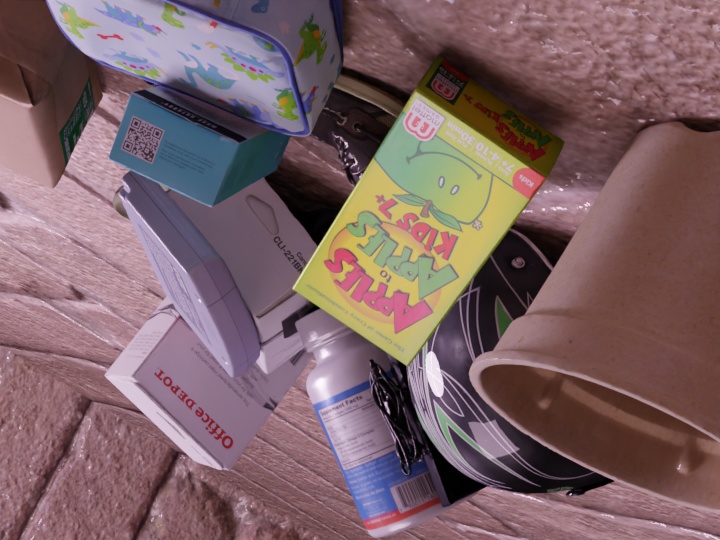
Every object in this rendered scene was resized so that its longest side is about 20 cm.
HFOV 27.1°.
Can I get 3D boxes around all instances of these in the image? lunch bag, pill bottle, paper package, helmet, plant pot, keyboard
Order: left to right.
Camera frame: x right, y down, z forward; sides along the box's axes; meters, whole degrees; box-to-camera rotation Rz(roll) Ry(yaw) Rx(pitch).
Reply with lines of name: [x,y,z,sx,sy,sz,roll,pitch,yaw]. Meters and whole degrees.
paper package: [-0.317,-0.176,1.232,0.189,0.104,0.200,26,163,1]
lunch bag: [-0.109,-0.169,0.965,0.198,0.083,0.161,23,162,13]
pill bottle: [0.019,0.121,1.312,0.202,0.111,0.112,67,163,4]
keyboard: [0.043,0.098,1.255,0.039,0.202,0.103,-25,172,42]
helmet: [0.128,0.073,1.186,0.188,0.203,0.200,13,168,-19]
plant pot: [0.191,0.021,0.902,0.198,0.185,0.201,23,164,7]

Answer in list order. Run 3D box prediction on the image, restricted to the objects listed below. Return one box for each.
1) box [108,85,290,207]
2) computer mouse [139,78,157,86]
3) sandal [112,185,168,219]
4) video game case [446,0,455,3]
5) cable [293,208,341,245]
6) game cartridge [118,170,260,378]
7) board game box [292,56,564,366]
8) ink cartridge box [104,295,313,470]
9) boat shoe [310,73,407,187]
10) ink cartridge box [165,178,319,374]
box: [-0.107,-0.098,1.078,0.081,0.050,0.200,25,-166,4]
computer mouse: [-0.197,-0.189,1.128,0.058,0.034,0.200,17,162,26]
sandal: [-0.197,-0.052,1.505,0.079,0.058,0.200,33,163,-23]
video game case: [-0.024,-0.220,0.791,0.198,0.018,0.143,27,164,0]
cable: [0.000,0.000,1.374,0.162,0.051,0.199,34,163,-23]
game cartridge: [-0.141,0.010,1.283,0.134,0.040,0.201,52,168,26]
board game box: [0.042,-0.035,1.010,0.101,0.048,0.201,33,131,-1]
ink cartridge box: [-0.141,0.079,1.523,0.147,0.201,0.083,47,157,-22]
boat shoe: [0.015,-0.086,1.059,0.198,0.065,0.073,22,165,19]
ink cartridge box: [-0.100,-0.006,1.361,0.145,0.083,0.200,51,167,13]
